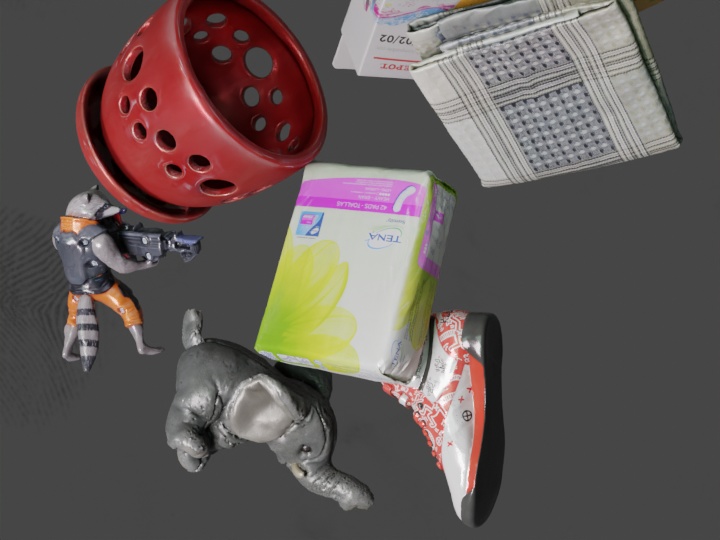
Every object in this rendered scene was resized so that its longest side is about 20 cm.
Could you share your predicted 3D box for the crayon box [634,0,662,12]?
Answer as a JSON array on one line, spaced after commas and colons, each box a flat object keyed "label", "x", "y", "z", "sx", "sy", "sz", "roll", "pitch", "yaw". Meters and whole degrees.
[{"label": "crayon box", "x": 0.250, "y": -0.298, "z": 0.970, "sx": 0.200, "sy": 0.052, "sz": 0.126, "roll": -24, "pitch": 83, "yaw": 28}]

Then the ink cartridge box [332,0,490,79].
[{"label": "ink cartridge box", "x": 0.058, "y": -0.230, "z": 0.998, "sx": 0.200, "sy": 0.115, "sz": 0.068, "roll": 113, "pitch": 150, "yaw": -45}]

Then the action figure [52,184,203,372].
[{"label": "action figure", "x": -0.270, "y": 0.004, "z": 1.250, "sx": 0.200, "sy": 0.105, "sz": 0.194, "roll": -3, "pitch": 102, "yaw": 31}]

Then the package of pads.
[{"label": "package of pads", "x": 0.000, "y": 0.000, "z": 1.086, "sx": 0.154, "sy": 0.068, "sz": 0.200, "roll": 8, "pitch": 78, "yaw": 33}]

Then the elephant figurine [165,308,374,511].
[{"label": "elephant figurine", "x": -0.083, "y": 0.142, "z": 1.160, "sx": 0.200, "sy": 0.155, "sz": 0.142, "roll": 2, "pitch": 52, "yaw": 18}]

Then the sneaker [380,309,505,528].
[{"label": "sneaker", "x": 0.076, "y": 0.137, "z": 1.093, "sx": 0.108, "sy": 0.067, "sz": 0.202, "roll": 2, "pitch": 91, "yaw": 29}]

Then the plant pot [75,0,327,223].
[{"label": "plant pot", "x": -0.160, "y": -0.151, "z": 1.125, "sx": 0.182, "sy": 0.200, "sz": 0.201, "roll": -31, "pitch": 80, "yaw": 34}]

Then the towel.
[{"label": "towel", "x": 0.155, "y": -0.152, "z": 0.973, "sx": 0.192, "sy": 0.200, "sz": 0.035, "roll": -9, "pitch": 46, "yaw": 29}]
